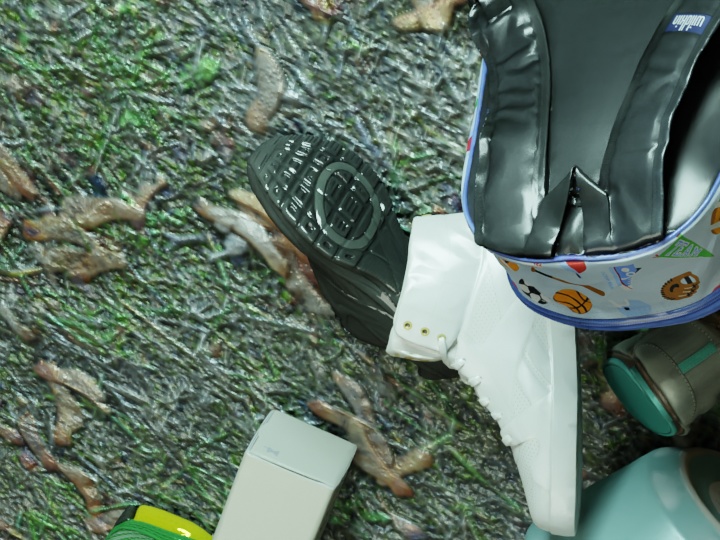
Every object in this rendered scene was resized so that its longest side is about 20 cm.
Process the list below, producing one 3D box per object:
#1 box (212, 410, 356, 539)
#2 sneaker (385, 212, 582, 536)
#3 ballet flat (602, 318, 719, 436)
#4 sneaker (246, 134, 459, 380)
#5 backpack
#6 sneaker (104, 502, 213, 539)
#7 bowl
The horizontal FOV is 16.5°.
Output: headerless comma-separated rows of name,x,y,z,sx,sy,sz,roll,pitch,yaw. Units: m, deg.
box,-0.071,0.205,1.711,0.068,0.082,0.201,23,113,4
sneaker,0.074,0.061,1.482,0.115,0.074,0.201,-5,85,5
ballet flat,0.187,0.059,1.457,0.068,0.064,0.200,53,178,3
sneaker,0.000,0.000,1.557,0.200,0.076,0.091,44,145,-3
backpack,0.144,-0.061,1.326,0.199,0.191,0.154,-4,140,35
sneaker,-0.107,0.240,1.813,0.199,0.085,0.078,12,131,23
bowl,0.209,0.184,1.509,0.200,0.201,0.105,37,113,0
